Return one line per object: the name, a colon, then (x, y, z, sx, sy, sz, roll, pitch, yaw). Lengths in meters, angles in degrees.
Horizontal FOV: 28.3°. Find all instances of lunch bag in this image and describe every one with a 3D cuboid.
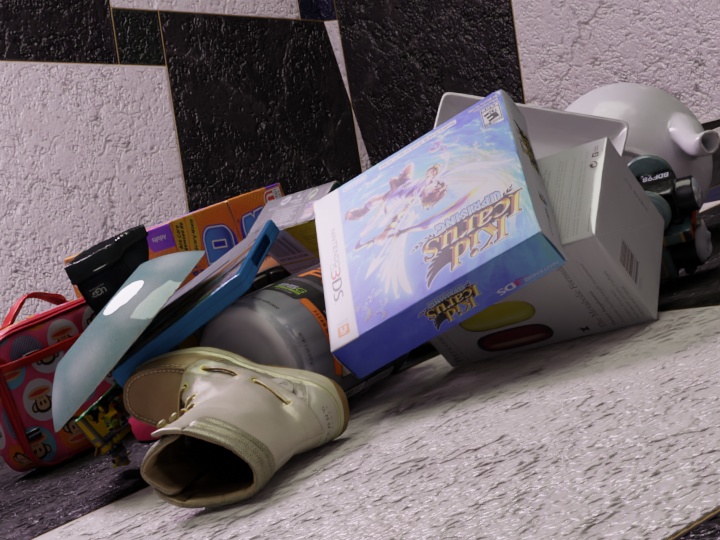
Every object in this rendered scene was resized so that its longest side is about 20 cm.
lunch bag: (-0.319, 0.105, 1.540, 0.082, 0.178, 0.199, -19, 5, 45)

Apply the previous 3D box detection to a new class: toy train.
toy train: (0.221, -0.030, 1.304, 0.198, 0.115, 0.086, -14, 34, 24)

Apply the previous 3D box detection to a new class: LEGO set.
LEGO set: (-0.154, 0.118, 1.318, 0.153, 0.116, 0.200, -37, 6, 37)

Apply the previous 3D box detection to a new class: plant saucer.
plant saucer: (-0.211, 0.049, 1.227, 0.201, 0.039, 0.201, -49, 6, 7)

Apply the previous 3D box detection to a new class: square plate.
square plate: (0.156, -0.076, 1.438, 0.196, 0.202, 0.029, 11, -23, 12)

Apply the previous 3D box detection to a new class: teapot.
teapot: (0.276, -0.091, 1.520, 0.195, 0.202, 0.146, 9, 35, 14)

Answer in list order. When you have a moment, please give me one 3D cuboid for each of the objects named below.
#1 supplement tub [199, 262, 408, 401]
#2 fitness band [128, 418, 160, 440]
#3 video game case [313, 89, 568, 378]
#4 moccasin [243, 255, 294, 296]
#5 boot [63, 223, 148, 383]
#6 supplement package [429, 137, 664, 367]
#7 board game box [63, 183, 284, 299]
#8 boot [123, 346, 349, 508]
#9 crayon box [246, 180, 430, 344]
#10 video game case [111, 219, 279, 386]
supplement tub: (-0.036, 0.060, 1.256, 0.122, 0.124, 0.199, -15, 7, 41)
fitness band: (-0.147, 0.130, 1.460, 0.198, 0.038, 0.143, -17, 8, 32)
video game case: (0.057, -0.033, 1.165, 0.199, 0.045, 0.182, -31, 41, 19)
moccasin: (-0.073, 0.001, 1.484, 0.201, 0.074, 0.077, -33, 33, -32)
boot: (-0.239, 0.048, 1.513, 0.076, 0.170, 0.200, -23, 9, 6)
supplement package: (0.140, -0.011, 1.198, 0.198, 0.114, 0.110, -17, 42, 34)
board game box: (-0.194, 0.034, 1.720, 0.198, 0.202, 0.199, -15, 5, 40)
boot: (-0.127, 0.119, 1.085, 0.198, 0.073, 0.154, 5, 18, 26)
crayon box: (0.000, 0.000, 1.408, 0.126, 0.200, 0.051, -11, 44, 53)
video game case: (-0.141, 0.024, 1.264, 0.143, 0.018, 0.200, -37, 9, 12)
